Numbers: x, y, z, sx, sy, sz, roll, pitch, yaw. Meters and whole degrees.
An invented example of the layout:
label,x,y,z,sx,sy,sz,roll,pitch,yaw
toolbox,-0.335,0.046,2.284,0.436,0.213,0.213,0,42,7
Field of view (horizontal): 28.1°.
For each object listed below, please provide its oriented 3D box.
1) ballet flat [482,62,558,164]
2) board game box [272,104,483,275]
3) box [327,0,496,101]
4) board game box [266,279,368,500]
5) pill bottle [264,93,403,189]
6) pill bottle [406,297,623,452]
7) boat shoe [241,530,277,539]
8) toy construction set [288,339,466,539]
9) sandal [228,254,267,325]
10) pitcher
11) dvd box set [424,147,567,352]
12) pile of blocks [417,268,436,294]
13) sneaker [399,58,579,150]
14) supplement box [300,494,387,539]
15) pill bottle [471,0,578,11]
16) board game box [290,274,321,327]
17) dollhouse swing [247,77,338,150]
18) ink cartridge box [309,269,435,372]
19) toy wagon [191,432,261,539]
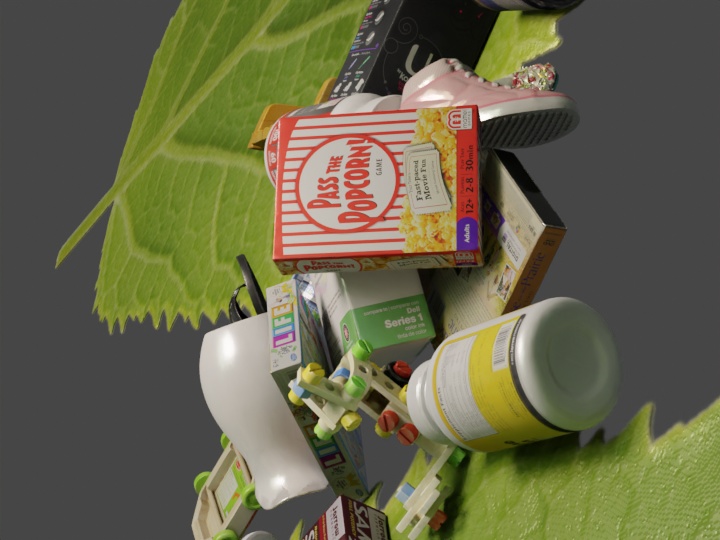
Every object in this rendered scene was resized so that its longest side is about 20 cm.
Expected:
label,x,y,z,sx,sy,sz,roll,pitch,yaw
ballet flat,0.132,-0.160,1.568,0.200,0.064,0.076,-46,27,34
board game box,0.018,-0.077,1.388,0.046,0.198,0.153,62,-154,-67
box,0.060,-0.256,1.741,0.201,0.122,0.106,-66,23,-5
board game box,-0.045,0.127,1.496,0.034,0.201,0.135,-18,36,8
pill bottle,-0.013,-0.138,1.623,0.199,0.115,0.117,-6,60,55
pill bottle,0.127,0.098,1.254,0.200,0.112,0.113,-25,44,56
boat shoe,-0.140,0.383,1.568,0.065,0.073,0.201,-20,48,52
toy construction set,0.027,0.149,1.354,0.092,0.200,0.131,-39,1,28
sandal,-0.124,0.081,1.722,0.075,0.048,0.202,-141,34,-83
pitcher,-0.108,0.156,1.609,0.172,0.120,0.201,150,101,-78
dvd box set,0.122,0.004,1.386,0.201,0.029,0.147,-67,27,26
pile of blocks,0.120,-0.031,1.489,0.199,0.062,0.083,-30,84,39
sneaker,0.128,-0.179,1.486,0.199,0.075,0.105,-9,62,24
supplement box,-0.047,0.334,1.442,0.200,0.061,0.109,-51,26,25
pill bottle,0.192,-0.340,1.568,0.112,0.111,0.200,-64,23,-2
board game box,-0.031,-0.018,1.701,0.201,0.061,0.200,-60,0,-4
dollhouse swing,-0.035,-0.252,1.899,0.200,0.180,0.177,-7,80,63
ink cartridge box,0.000,0.000,1.488,0.145,0.083,0.201,121,136,-70
toy wagon,-0.145,0.251,1.757,0.201,0.039,0.155,-58,24,11
